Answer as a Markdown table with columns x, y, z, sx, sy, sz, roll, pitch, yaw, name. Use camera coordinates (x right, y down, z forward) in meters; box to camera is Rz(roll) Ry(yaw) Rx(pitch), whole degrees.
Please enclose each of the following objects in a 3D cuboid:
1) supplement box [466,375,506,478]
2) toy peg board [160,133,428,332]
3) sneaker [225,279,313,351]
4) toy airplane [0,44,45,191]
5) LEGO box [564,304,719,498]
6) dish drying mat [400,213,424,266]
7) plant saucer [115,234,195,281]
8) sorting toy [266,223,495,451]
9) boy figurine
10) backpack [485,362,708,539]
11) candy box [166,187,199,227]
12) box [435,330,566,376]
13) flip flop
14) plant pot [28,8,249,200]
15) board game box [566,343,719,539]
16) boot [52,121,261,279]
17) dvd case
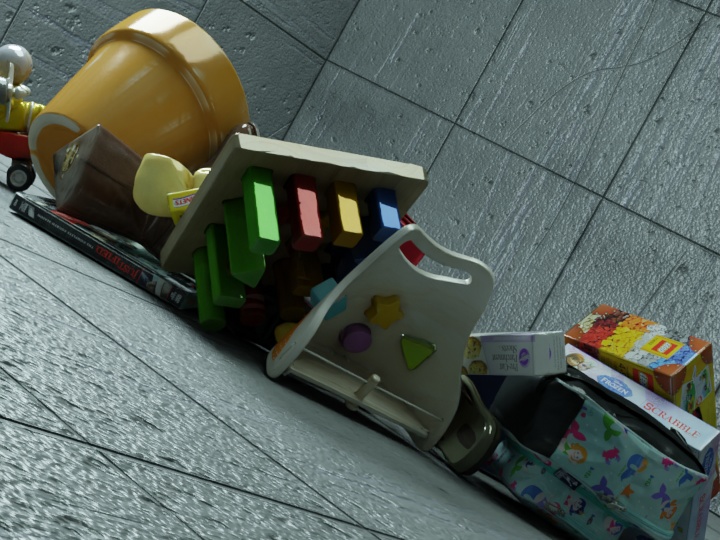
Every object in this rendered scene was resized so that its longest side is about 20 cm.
| x | y | z | sx | sy | sz | roll | pitch | yaw | name |
| --- | --- | --- | --- | --- | --- | --- | --- | --- | --- |
| 0.120 | 0.140 | 1.790 | 0.109 | 0.110 | 0.200 | 29 | 1 | -10 | supplement box |
| -0.060 | -0.015 | 1.525 | 0.197 | 0.200 | 0.099 | 9 | 54 | -25 | toy peg board |
| -0.048 | 0.069 | 1.637 | 0.198 | 0.081 | 0.086 | 24 | 14 | -18 | sneaker |
| -0.421 | -0.192 | 1.811 | 0.199 | 0.142 | 0.199 | 31 | 3 | 35 | toy airplane |
| 0.308 | 0.156 | 1.781 | 0.148 | 0.077 | 0.202 | 21 | -47 | 42 | LEGO box |
| 0.000 | 0.000 | 1.657 | 0.077 | 0.018 | 0.200 | 44 | -42 | 2 | dish drying mat |
| -0.245 | -0.038 | 1.831 | 0.199 | 0.051 | 0.200 | 29 | 1 | -1 | plant saucer |
| 0.031 | 0.045 | 1.525 | 0.199 | 0.180 | 0.107 | 29 | 21 | -33 | sorting toy |
| -0.127 | -0.080 | 1.625 | 0.198 | 0.065 | 0.124 | 2 | -9 | -8 | boy figurine |
| 0.228 | 0.184 | 1.578 | 0.199 | 0.152 | 0.178 | 26 | 3 | -14 | backpack |
| -0.120 | -0.026 | 1.617 | 0.200 | 0.101 | 0.027 | 74 | 4 | -61 | candy box |
| 0.123 | 0.080 | 1.565 | 0.038 | 0.042 | 0.199 | -3 | 0 | -30 | box |
| 0.079 | 0.142 | 1.620 | 0.057 | 0.081 | 0.200 | 31 | 7 | -21 | flip flop |
| -0.252 | -0.154 | 1.761 | 0.199 | 0.202 | 0.183 | 30 | 45 | 22 | plant pot |
| 0.283 | 0.205 | 1.744 | 0.199 | 0.041 | 0.201 | 32 | -40 | 33 | board game box |
| -0.208 | -0.110 | 1.665 | 0.199 | 0.188 | 0.064 | 31 | -19 | -33 | boot |
| -0.250 | -0.019 | 1.654 | 0.199 | 0.022 | 0.146 | 29 | 2 | 3 | dvd case |
